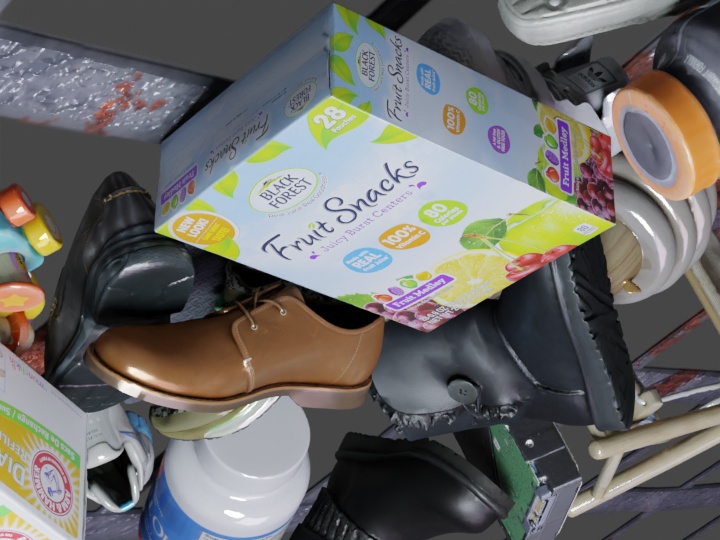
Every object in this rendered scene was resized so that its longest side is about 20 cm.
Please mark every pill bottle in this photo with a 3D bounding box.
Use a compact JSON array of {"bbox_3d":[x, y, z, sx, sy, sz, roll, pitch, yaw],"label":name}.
[{"bbox_3d":[0.239,-0.116,1.024,0.200,0.106,0.106,-31,158,-16],"label":"pill bottle"},{"bbox_3d":[-0.102,0.165,1.399,0.112,0.112,0.200,-14,153,-26],"label":"pill bottle"}]

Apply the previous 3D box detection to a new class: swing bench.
[{"bbox_3d":[0.207,0.043,1.350,0.200,0.199,0.130,-21,156,-14],"label":"swing bench"}]

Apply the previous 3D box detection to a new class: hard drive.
[{"bbox_3d":[0.096,0.100,1.354,0.038,0.200,0.140,-20,155,-14],"label":"hard drive"}]

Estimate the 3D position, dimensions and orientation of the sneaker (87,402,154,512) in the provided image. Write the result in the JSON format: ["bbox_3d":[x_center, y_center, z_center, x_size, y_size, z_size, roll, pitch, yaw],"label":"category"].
[{"bbox_3d":[-0.182,0.140,1.297,0.075,0.087,0.200,-26,158,-4],"label":"sneaker"}]

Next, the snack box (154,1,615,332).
[{"bbox_3d":[0.013,-0.049,1.015,0.200,0.068,0.169,22,144,-30],"label":"snack box"}]

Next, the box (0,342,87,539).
[{"bbox_3d":[-0.251,0.089,0.997,0.112,0.101,0.200,-24,134,19],"label":"box"}]

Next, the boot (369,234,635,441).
[{"bbox_3d":[0.074,0.033,1.149,0.168,0.076,0.200,-4,133,19],"label":"boot"}]

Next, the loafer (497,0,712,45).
[{"bbox_3d":[0.170,-0.169,1.038,0.200,0.070,0.070,-21,148,-13],"label":"loafer"}]

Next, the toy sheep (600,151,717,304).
[{"bbox_3d":[0.177,-0.045,1.233,0.138,0.138,0.200,-55,-177,48],"label":"toy sheep"}]

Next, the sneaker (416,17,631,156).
[{"bbox_3d":[0.105,-0.109,1.098,0.115,0.075,0.200,-37,148,-4],"label":"sneaker"}]

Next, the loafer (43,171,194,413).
[{"bbox_3d":[-0.151,0.020,1.095,0.073,0.072,0.200,-4,149,-30],"label":"loafer"}]

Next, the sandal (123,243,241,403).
[{"bbox_3d":[-0.115,0.010,1.166,0.076,0.043,0.200,-17,146,-38],"label":"sandal"}]

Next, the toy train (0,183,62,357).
[{"bbox_3d":[-0.245,0.029,1.042,0.150,0.056,0.200,-11,153,-31],"label":"toy train"}]

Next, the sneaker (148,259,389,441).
[{"bbox_3d":[-0.068,0.028,1.156,0.200,0.077,0.089,-38,119,13],"label":"sneaker"}]

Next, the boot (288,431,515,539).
[{"bbox_3d":[0.016,0.209,1.353,0.158,0.079,0.211,-59,-157,-18],"label":"boot"}]

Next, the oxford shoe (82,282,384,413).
[{"bbox_3d":[-0.070,0.038,1.058,0.200,0.071,0.071,-1,122,-41],"label":"oxford shoe"}]
